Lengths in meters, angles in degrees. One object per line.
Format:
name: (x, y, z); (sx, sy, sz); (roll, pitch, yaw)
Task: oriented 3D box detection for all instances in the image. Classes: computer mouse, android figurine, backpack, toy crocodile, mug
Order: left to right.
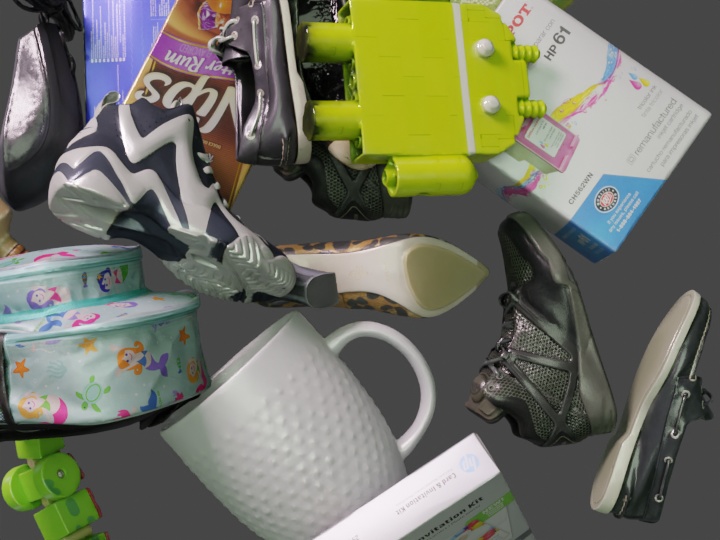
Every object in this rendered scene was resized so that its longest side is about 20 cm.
computer mouse: (-0.258, -0.147, 0.933); (0.052, 0.139, 0.201); (5, 85, 1)
toy crocodile: (-0.245, 0.213, 0.943); (0.067, 0.062, 0.201); (-24, 86, 38)
backpack: (-0.217, 0.057, 0.849); (0.199, 0.177, 0.151); (0, 95, 22)
mug: (-0.030, 0.128, 0.900); (0.200, 0.148, 0.175); (-41, 95, -4)
android figurine: (0.051, -0.146, 0.864); (0.199, 0.041, 0.183); (-1, 82, -18)

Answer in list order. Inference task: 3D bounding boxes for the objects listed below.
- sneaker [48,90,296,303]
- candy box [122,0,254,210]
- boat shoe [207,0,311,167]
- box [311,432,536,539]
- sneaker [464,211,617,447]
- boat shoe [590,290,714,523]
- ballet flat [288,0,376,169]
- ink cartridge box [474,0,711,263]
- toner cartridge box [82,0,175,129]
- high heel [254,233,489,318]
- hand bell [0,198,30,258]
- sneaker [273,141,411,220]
sneaker: (-0.127, -0.066, 0.847); (0.199, 0.079, 0.130); (23, 58, -20)
candy box: (-0.125, -0.154, 0.937); (0.116, 0.056, 0.201); (27, 77, -15)
boat shoe: (-0.087, -0.178, 0.885); (0.062, 0.073, 0.201); (-11, 83, -14)
box: (0.053, 0.216, 0.866); (0.156, 0.200, 0.041); (-33, 56, -3)
sneaker: (0.132, 0.055, 0.937); (0.114, 0.076, 0.200); (-17, 90, -7)
boat shoe: (0.259, 0.118, 0.931); (0.066, 0.075, 0.200); (23, 86, 1)
ballet flat: (-0.028, -0.174, 0.885); (0.066, 0.057, 0.201); (-19, 81, 5)
ink cartridge box: (0.167, -0.124, 0.949); (0.200, 0.085, 0.145); (35, 87, 5)
toner cartridge box: (-0.192, -0.174, 0.982); (0.095, 0.043, 0.201); (-2, 85, 1)
high heel: (0.000, 0.000, 0.964); (0.199, 0.142, 0.072); (-4, 98, -33)
hand bell: (-0.292, -0.007, 0.961); (0.200, 0.104, 0.104); (43, 87, -8)
sneaker: (-0.021, -0.141, 0.951); (0.114, 0.076, 0.200); (-5, 90, -6)
